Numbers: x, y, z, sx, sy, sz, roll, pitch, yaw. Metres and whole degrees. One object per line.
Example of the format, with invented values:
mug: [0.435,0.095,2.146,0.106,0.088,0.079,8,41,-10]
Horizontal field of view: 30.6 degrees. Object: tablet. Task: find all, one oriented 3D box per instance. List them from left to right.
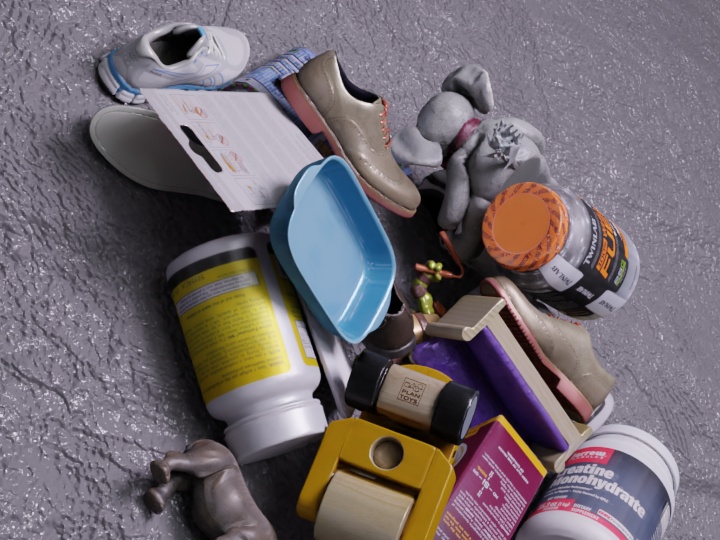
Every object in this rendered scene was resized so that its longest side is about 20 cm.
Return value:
tablet: [-0.041,0.045,1.331,0.130,0.014,0.200,-60,131,-83]

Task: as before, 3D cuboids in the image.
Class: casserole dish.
casserole dish: [-0.028,-0.019,1.252,0.121,0.039,0.200,-62,141,-31]

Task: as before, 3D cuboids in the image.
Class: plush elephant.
plush elephant: [0.121,-0.137,1.505,0.165,0.200,0.155,-39,63,-15]

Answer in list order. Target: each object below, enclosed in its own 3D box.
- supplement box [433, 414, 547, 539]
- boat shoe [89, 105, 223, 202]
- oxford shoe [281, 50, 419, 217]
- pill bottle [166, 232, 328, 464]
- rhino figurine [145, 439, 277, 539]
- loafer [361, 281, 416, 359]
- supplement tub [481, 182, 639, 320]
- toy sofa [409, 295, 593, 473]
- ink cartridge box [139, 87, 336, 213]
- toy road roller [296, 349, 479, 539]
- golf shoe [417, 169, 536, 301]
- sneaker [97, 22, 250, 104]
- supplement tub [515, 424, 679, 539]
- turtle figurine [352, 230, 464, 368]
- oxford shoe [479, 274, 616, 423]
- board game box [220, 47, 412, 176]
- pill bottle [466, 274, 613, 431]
supplement box: [0.095,0.253,1.351,0.086,0.110,0.200,51,42,-9]
boat shoe: [-0.187,-0.119,1.338,0.200,0.073,0.062,19,12,-29]
oxford shoe: [0.007,-0.140,1.375,0.200,0.075,0.070,47,17,-21]
pill bottle: [-0.105,0.075,1.253,0.114,0.114,0.200,-5,72,-46]
rhino figurine: [-0.116,0.243,1.189,0.087,0.060,0.200,-31,92,-46]
loafer: [0.000,0.000,1.382,0.073,0.071,0.200,-24,57,-25]
supplement tub: [0.224,-0.023,1.482,0.200,0.122,0.123,25,50,-53]
toy sofa: [0.150,0.130,1.411,0.098,0.083,0.200,-42,109,-19]
ink cartridge box: [-0.114,-0.105,1.275,0.161,0.050,0.200,51,31,18]
toy road roller: [0.035,0.186,1.261,0.123,0.146,0.200,18,70,15]
golf shoe: [0.136,-0.031,1.589,0.092,0.073,0.200,-30,83,-32]
sneaker: [-0.174,-0.227,1.377,0.200,0.087,0.075,-27,87,-50]
supplement tub: [0.270,0.280,1.485,0.140,0.140,0.200,53,42,-8]
turtle figurine: [0.056,0.060,1.454,0.161,0.064,0.200,-6,87,-36]
oxford shoe: [0.206,0.073,1.447,0.075,0.070,0.200,-42,108,-14]
board game box: [-0.054,-0.143,1.445,0.200,0.062,0.200,55,33,-6]
pill bottle: [0.196,0.106,1.532,0.200,0.111,0.111,54,42,-8]
